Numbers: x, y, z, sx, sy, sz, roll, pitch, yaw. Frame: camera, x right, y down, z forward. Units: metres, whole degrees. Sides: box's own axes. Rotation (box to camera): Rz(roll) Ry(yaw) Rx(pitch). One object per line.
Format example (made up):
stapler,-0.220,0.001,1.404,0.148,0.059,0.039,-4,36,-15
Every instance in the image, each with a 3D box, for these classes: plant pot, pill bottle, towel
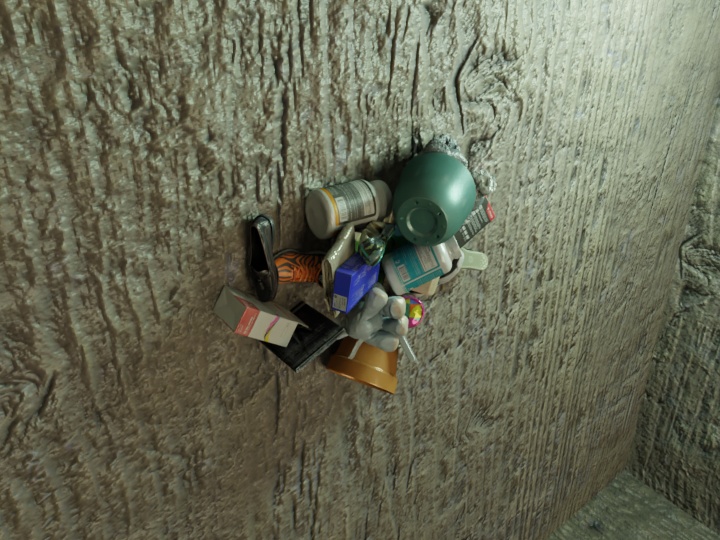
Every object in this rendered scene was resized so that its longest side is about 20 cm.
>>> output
plant pot,0.019,0.232,1.711,0.199,0.197,0.143,31,74,-46
plant pot,0.164,-0.154,1.510,0.162,0.195,0.205,-58,148,-51
pill bottle,0.159,-0.025,1.625,0.196,0.112,0.112,-25,133,8
towel,-0.047,0.002,1.468,0.203,0.034,0.134,88,23,-46
pill bottle,-0.025,-0.151,1.509,0.197,0.116,0.119,-18,123,-35

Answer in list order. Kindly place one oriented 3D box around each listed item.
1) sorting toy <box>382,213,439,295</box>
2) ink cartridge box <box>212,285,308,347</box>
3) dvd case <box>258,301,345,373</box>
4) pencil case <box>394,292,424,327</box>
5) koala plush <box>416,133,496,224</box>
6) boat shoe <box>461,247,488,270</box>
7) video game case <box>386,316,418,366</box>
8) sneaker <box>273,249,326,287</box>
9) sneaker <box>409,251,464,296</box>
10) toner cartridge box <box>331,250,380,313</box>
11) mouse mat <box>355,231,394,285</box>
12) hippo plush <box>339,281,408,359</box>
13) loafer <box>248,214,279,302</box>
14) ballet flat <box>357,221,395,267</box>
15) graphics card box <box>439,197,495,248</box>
sorting toy,0.133,-0.043,1.694,0.195,0.037,0.190,16,104,-6
ink cartridge box,-0.226,0.112,1.463,0.198,0.116,0.069,24,97,-45
dvd case,-0.143,0.153,1.500,0.148,0.198,0.016,-39,125,-19
pencil case,0.123,0.105,1.715,0.086,0.200,0.091,0,90,-2
koala plush,0.241,-0.230,1.624,0.183,0.199,0.179,-40,167,-50
boat shoe,0.290,-0.040,1.890,0.196,0.062,0.077,12,87,-30
video game case,0.116,0.190,1.742,0.018,0.146,0.200,-28,167,2
sneaker,-0.124,0.002,1.500,0.196,0.111,0.080,-12,121,-37
sneaker,0.186,-0.010,1.758,0.198,0.077,0.113,-36,127,27
toner cartridge box,-0.006,0.013,1.479,0.200,0.042,0.097,-43,147,-60
mouse mat,0.000,0.000,1.659,0.157,0.008,0.205,6,108,-27
hippo plush,0.027,0.119,1.617,0.159,0.161,0.200,41,98,-20
loafer,-0.226,-0.020,1.418,0.063,0.070,0.206,-42,135,-63
ballet flat,0.036,-0.079,1.478,0.201,0.072,0.076,-63,162,-65
graphics card box,0.287,-0.148,1.816,0.199,0.050,0.127,-41,116,-20
